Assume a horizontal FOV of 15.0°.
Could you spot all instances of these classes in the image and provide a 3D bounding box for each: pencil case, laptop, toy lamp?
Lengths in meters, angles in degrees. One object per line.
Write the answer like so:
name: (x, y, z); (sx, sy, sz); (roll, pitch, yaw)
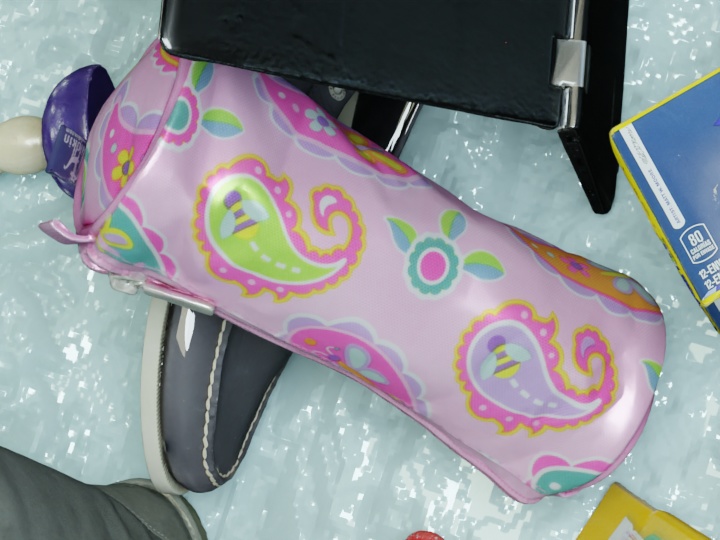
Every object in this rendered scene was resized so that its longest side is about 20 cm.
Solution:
pencil case: (0.000, 0.000, 0.870); (0.199, 0.087, 0.088); (29, 86, -18)
laptop: (0.024, -0.132, 0.870); (0.115, 0.200, 0.189); (4, 80, 11)
toy lamp: (-0.185, -0.035, 0.982); (0.198, 0.058, 0.059); (-5, 78, 11)

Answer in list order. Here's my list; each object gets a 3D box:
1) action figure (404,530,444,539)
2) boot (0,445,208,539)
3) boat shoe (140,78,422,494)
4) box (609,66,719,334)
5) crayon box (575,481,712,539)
action figure: (0.001, 0.169, 0.869); (0.065, 0.052, 0.201); (3, 50, 17)
boot: (-0.087, 0.130, 0.849); (0.072, 0.200, 0.183); (-28, 74, 7)
boat shoe: (-0.020, -0.016, 0.929); (0.062, 0.073, 0.201); (14, 78, 19)
box: (0.179, -0.057, 0.825); (0.199, 0.070, 0.065); (-30, 72, 7)
crayon box: (0.101, 0.153, 0.833); (0.051, 0.200, 0.126); (34, 89, -22)
